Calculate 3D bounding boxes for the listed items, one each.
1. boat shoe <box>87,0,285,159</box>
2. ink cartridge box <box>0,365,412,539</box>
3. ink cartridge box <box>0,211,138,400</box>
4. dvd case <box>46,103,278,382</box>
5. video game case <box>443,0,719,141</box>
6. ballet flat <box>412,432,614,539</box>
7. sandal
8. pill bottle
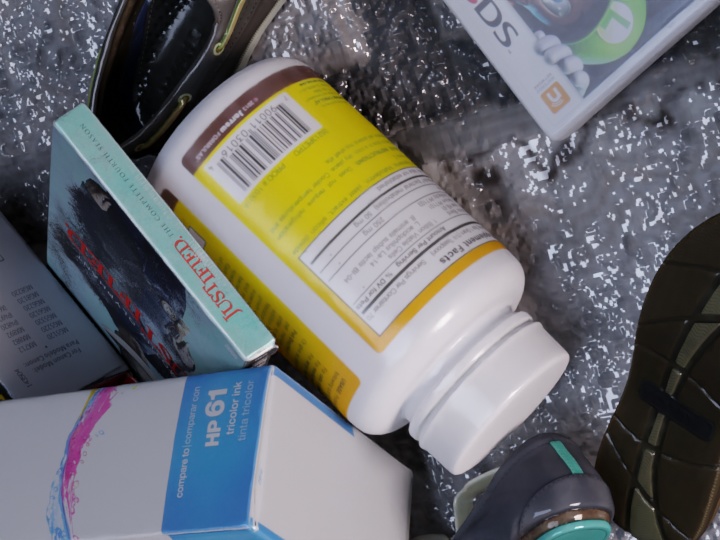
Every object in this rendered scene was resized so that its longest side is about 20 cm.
[{"bbox_3d":[-0.076,-0.141,1.009,0.072,0.061,0.201,33,117,19],"label":"boat shoe"},{"bbox_3d":[-0.096,0.118,0.994,0.200,0.145,0.085,-10,60,26],"label":"ink cartridge box"},{"bbox_3d":[-0.219,0.092,1.129,0.176,0.084,0.200,48,127,12],"label":"ink cartridge box"},{"bbox_3d":[-0.103,0.015,1.021,0.146,0.022,0.200,51,162,9],"label":"dvd case"},{"bbox_3d":[0.101,-0.187,0.916,0.200,0.023,0.182,-42,81,31],"label":"video game case"},{"bbox_3d":[0.056,0.146,1.009,0.073,0.073,0.200,46,132,12],"label":"ballet flat"},{"bbox_3d":[0.164,0.045,0.927,0.082,0.055,0.200,35,132,25],"label":"sandal"},{"bbox_3d":[0.000,0.000,0.973,0.200,0.109,0.109,44,120,14],"label":"pill bottle"}]
